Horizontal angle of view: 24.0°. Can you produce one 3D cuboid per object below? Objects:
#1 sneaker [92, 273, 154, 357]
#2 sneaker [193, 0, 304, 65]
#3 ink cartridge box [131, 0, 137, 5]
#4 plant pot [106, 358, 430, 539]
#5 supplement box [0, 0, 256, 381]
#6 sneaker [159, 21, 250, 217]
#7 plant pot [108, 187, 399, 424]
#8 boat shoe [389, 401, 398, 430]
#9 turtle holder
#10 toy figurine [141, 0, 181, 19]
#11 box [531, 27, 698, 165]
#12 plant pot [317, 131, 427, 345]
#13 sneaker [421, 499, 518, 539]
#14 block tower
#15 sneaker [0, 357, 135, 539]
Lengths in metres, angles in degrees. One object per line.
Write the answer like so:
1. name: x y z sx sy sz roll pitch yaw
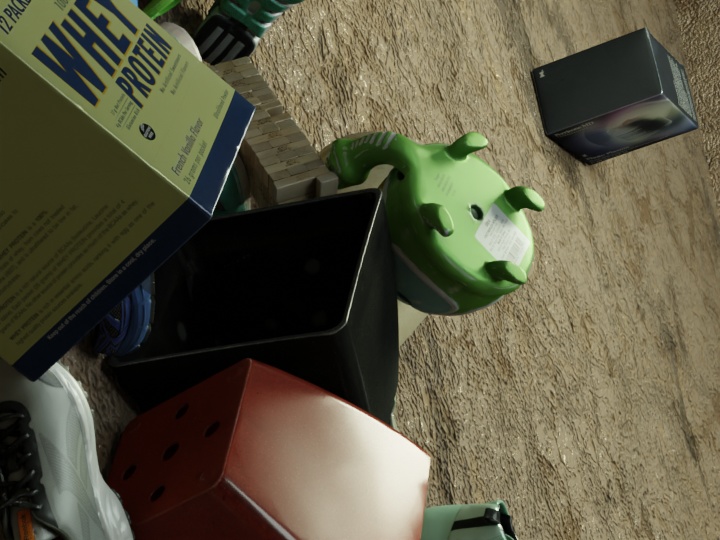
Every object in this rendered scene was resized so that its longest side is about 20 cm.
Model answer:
1. sneaker: -0.193 -0.016 1.257 0.076 0.078 0.201 -103 -165 -48
2. sneaker: -0.087 -0.283 1.609 0.074 0.200 0.088 38 31 -25
3. ink cartridge box: -0.237 -0.146 1.295 0.144 0.084 0.201 34 44 -55
4. plant pot: -0.085 0.187 1.264 0.176 0.199 0.200 48 31 -26
5. supplement box: -0.213 -0.077 1.085 0.200 0.200 0.135 39 33 -17
6. sneaker: -0.161 -0.109 1.474 0.080 0.071 0.201 -40 116 -45
7. plant pot: -0.064 0.073 1.403 0.200 0.198 0.178 -74 149 -54
8. boat shoe: 0.006 0.132 1.635 0.072 0.062 0.201 46 23 -45
9. turtle holder: 0.057 -0.036 1.477 0.185 0.132 0.142 20 54 -32
10. toy figurine: -0.196 -0.336 1.530 0.184 0.150 0.200 52 51 -9
11. box: 0.406 -0.271 2.697 0.198 0.199 0.124 24 52 -59
12. plant pot: 0.000 0.000 1.620 0.201 0.200 0.184 61 37 -23
13. sneaker: 0.105 0.309 1.590 0.074 0.118 0.201 41 38 -53
14. block tower: -0.089 -0.115 1.518 0.200 0.058 0.054 53 -29 39
15. sneaker: -0.217 0.136 1.144 0.079 0.074 0.201 -39 109 -60
